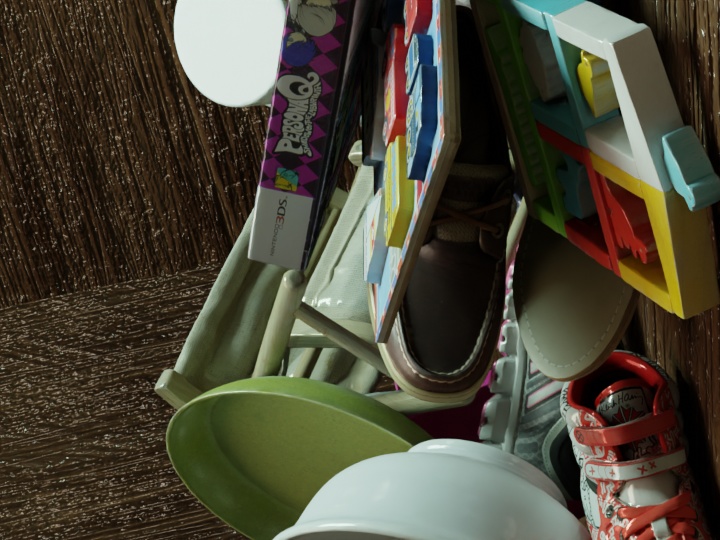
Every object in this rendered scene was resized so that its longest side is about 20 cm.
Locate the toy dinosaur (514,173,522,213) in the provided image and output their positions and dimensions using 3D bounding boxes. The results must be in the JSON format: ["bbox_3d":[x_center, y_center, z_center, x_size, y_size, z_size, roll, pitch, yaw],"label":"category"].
[{"bbox_3d":[0.103,-0.105,1.428,0.105,0.200,0.182,27,168,38],"label":"toy dinosaur"}]

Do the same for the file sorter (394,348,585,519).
[{"bbox_3d":[0.051,0.106,1.451,0.125,0.199,0.139,47,154,51],"label":"file sorter"}]

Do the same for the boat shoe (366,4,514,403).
[{"bbox_3d":[0.043,-0.037,1.086,0.072,0.072,0.201,96,-179,-71],"label":"boat shoe"}]

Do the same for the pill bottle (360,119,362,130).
[{"bbox_3d":[0.053,-0.142,1.625,0.200,0.115,0.116,80,178,-56],"label":"pill bottle"}]

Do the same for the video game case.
[{"bbox_3d":[-0.013,-0.125,1.133,0.200,0.036,0.182,-73,-6,-61],"label":"video game case"}]

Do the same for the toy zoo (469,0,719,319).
[{"bbox_3d":[0.106,-0.059,0.970,0.200,0.020,0.132,-137,27,-64],"label":"toy zoo"}]

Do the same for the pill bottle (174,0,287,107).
[{"bbox_3d":[-0.022,-0.164,1.427,0.200,0.113,0.114,-15,-86,-52],"label":"pill bottle"}]

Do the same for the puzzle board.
[{"bbox_3d":[0.020,-0.088,1.033,0.151,0.017,0.200,109,166,-50],"label":"puzzle board"}]

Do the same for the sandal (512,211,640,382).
[{"bbox_3d":[0.123,-0.026,1.112,0.070,0.077,0.212,35,-141,-42],"label":"sandal"}]

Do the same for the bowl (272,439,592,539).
[{"bbox_3d":[0.055,0.154,1.185,0.201,0.200,0.091,80,-153,-56],"label":"bowl"}]

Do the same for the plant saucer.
[{"bbox_3d":[-0.018,0.120,1.293,0.200,0.199,0.031,79,-153,-53],"label":"plant saucer"}]

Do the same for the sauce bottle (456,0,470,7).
[{"bbox_3d":[0.080,-0.175,1.277,0.200,0.066,0.066,-109,7,-61],"label":"sauce bottle"}]

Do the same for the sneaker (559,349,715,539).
[{"bbox_3d":[0.142,0.127,1.074,0.202,0.067,0.108,-98,-8,-54],"label":"sneaker"}]

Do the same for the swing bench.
[{"bbox_3d":[0.000,0.000,1.325,0.200,0.130,0.199,-37,24,55],"label":"swing bench"}]

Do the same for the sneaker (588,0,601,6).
[{"bbox_3d":[0.071,-0.185,1.083,0.077,0.080,0.200,82,175,-49],"label":"sneaker"}]

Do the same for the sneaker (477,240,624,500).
[{"bbox_3d":[0.125,0.043,1.237,0.074,0.087,0.201,-21,-57,-71],"label":"sneaker"}]
